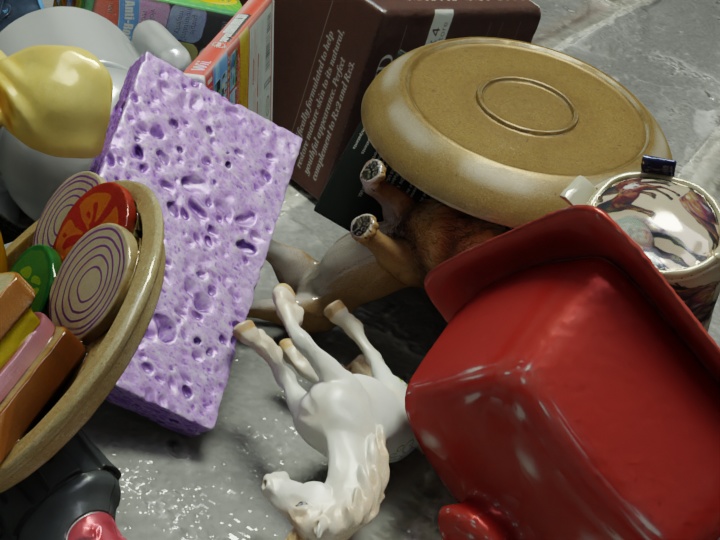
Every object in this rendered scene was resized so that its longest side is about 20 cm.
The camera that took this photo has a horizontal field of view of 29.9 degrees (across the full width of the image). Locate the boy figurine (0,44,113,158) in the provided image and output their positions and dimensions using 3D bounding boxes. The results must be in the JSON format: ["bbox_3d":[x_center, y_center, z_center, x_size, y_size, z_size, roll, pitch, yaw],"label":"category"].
[{"bbox_3d":[-0.233,-0.091,0.739,0.198,0.065,0.124,-2,19,-1],"label":"boy figurine"}]

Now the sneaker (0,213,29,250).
[{"bbox_3d":[-0.253,-0.028,0.762,0.199,0.082,0.075,20,27,3],"label":"sneaker"}]

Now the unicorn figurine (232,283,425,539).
[{"bbox_3d":[-0.013,0.078,0.729,0.199,0.074,0.138,-6,54,-53],"label":"unicorn figurine"}]

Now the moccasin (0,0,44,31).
[{"bbox_3d":[-0.301,-0.225,1.084,0.068,0.081,0.200,13,25,-38],"label":"moccasin"}]

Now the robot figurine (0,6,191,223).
[{"bbox_3d":[-0.182,-0.097,0.870,0.113,0.169,0.200,44,8,-38],"label":"robot figurine"}]

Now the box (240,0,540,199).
[{"bbox_3d":[0.008,-0.176,1.110,0.199,0.167,0.164,-12,42,-45],"label":"box"}]

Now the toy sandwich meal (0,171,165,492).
[{"bbox_3d":[-0.176,0.026,0.625,0.070,0.205,0.206,43,15,-31],"label":"toy sandwich meal"}]

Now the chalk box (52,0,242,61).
[{"bbox_3d":[-0.167,-0.171,1.033,0.123,0.125,0.200,9,28,-21],"label":"chalk box"}]

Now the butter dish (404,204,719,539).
[{"bbox_3d":[0.097,0.093,0.690,0.200,0.200,0.148,49,64,-7],"label":"butter dish"}]

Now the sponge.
[{"bbox_3d":[-0.107,-0.018,0.760,0.111,0.030,0.201,29,57,-23],"label":"sponge"}]

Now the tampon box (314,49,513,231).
[{"bbox_3d":[0.101,-0.041,0.933,0.199,0.127,0.150,33,9,24],"label":"tampon box"}]

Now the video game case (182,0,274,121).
[{"bbox_3d":[-0.089,-0.097,0.931,0.017,0.144,0.200,6,27,7],"label":"video game case"}]

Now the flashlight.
[{"bbox_3d":[-0.090,0.142,0.582,0.067,0.068,0.200,-9,40,-42],"label":"flashlight"}]

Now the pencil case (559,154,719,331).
[{"bbox_3d":[0.154,0.027,0.771,0.078,0.201,0.089,-38,60,-23],"label":"pencil case"}]

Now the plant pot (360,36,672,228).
[{"bbox_3d":[0.100,-0.092,0.827,0.198,0.028,0.201,8,38,-7],"label":"plant pot"}]

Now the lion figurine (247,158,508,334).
[{"bbox_3d":[0.000,0.000,0.839,0.122,0.199,0.073,38,47,-46],"label":"lion figurine"}]
